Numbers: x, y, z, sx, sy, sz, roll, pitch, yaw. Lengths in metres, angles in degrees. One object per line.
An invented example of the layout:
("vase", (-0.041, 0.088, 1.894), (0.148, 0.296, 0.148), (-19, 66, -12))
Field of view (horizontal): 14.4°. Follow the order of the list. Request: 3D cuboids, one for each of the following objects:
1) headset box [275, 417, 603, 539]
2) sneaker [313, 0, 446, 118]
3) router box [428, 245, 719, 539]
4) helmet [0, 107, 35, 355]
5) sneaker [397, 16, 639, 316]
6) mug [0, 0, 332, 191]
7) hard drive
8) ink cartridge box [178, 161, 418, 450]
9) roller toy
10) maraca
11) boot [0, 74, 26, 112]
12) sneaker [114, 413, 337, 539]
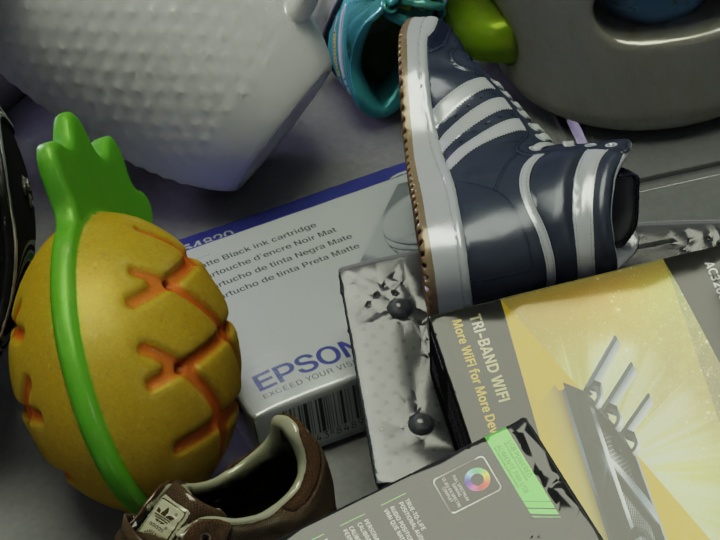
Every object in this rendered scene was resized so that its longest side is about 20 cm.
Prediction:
("headset box", (0.034, 0.181, 1.135), (0.199, 0.093, 0.174), (-25, 59, -10))
("sneaker", (0.030, -0.172, 1.575), (0.077, 0.200, 0.080), (0, 43, -21))
("router box", (0.131, 0.095, 1.270), (0.157, 0.052, 0.201), (-14, 57, -7))
("helmet", (-0.253, -0.020, 1.421), (0.199, 0.201, 0.191), (-16, 17, -10))
("sneaker", (0.076, -0.057, 1.377), (0.108, 0.070, 0.200), (-8, 41, 3))
("mug", (-0.096, -0.149, 1.546), (0.175, 0.200, 0.148), (39, 28, 0))
("hard drive", (0.095, 0.045, 1.363), (0.199, 0.042, 0.135), (-7, 57, -6))
("ink cartridge box", (0.000, 0.000, 1.475), (0.199, 0.041, 0.200), (-20, 39, -15))
("roller toy", (0.161, -0.182, 1.599), (0.182, 0.140, 0.200), (22, 46, 33))
("maraca", (-0.116, 0.023, 1.363), (0.107, 0.137, 0.201), (-16, 72, 13))
("boot", (-0.214, -0.098, 1.630), (0.181, 0.073, 0.200), (22, 41, 35))
("sneaker", (-0.095, 0.134, 1.291), (0.200, 0.076, 0.070), (-35, 45, -31))
